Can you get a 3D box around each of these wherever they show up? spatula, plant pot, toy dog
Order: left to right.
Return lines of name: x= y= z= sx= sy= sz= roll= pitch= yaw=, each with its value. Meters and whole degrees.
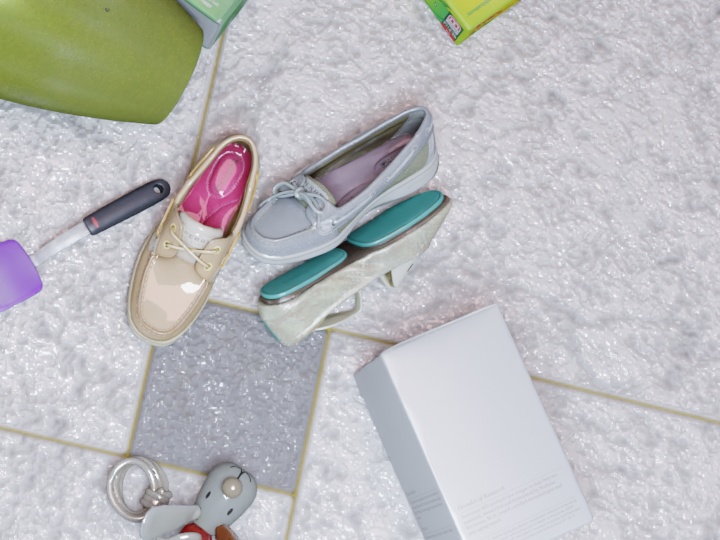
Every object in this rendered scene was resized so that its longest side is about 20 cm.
spatula: x=-0.249 y=-0.027 z=1.695 sx=0.200 sy=0.021 sz=0.057 roll=-30 pitch=84 yaw=-17
plant pot: x=-0.240 y=-0.209 z=1.669 sx=0.200 sy=0.187 sz=0.188 roll=25 pitch=74 yaw=-20
toy dog: x=-0.153 y=0.246 z=1.609 sx=0.132 sy=0.096 sz=0.201 roll=13 pitch=76 yaw=-9

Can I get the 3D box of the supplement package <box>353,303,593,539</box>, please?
supplement package: x=0.093 y=0.148 z=1.680 sx=0.117 sy=0.117 sz=0.200 roll=-22 pitch=84 yaw=-15

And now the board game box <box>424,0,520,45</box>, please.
board game box: x=0.072 y=-0.319 z=1.811 sx=0.102 sy=0.048 sz=0.200 roll=-36 pitch=87 yaw=-17

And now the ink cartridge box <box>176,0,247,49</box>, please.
ink cartridge box: x=-0.128 y=-0.322 z=1.750 sx=0.145 sy=0.088 sz=0.200 roll=36 pitch=75 yaw=-3

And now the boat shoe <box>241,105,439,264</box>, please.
boat shoe: x=-0.018 y=-0.076 z=1.719 sx=0.202 sy=0.065 sz=0.074 roll=-29 pitch=54 yaw=-19

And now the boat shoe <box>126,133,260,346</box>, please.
boat shoe: x=-0.143 y=-0.032 z=1.693 sx=0.074 sy=0.069 sz=0.200 roll=24 pitch=74 yaw=-6

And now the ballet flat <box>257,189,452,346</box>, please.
ballet flat: x=0.000 y=0.000 z=1.730 sx=0.200 sy=0.067 sz=0.062 roll=-30 pitch=114 yaw=-13
